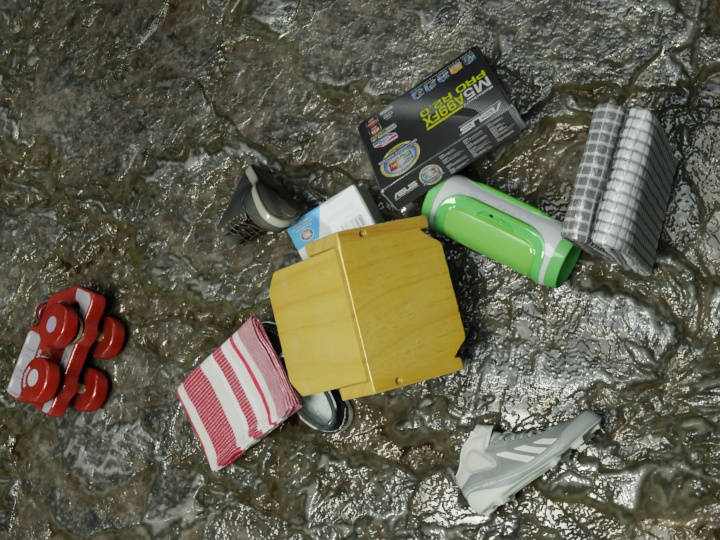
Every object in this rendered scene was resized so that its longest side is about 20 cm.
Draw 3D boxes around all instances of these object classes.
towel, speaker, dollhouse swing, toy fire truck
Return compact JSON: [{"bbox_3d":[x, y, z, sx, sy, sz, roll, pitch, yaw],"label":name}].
[{"bbox_3d":[0.306,-0.093,1.157,0.085,0.200,0.166,14,87,27],"label":"towel"},{"bbox_3d":[0.180,-0.054,1.260,0.200,0.088,0.089,28,93,23],"label":"speaker"},{"bbox_3d":[-0.176,0.175,1.363,0.200,0.023,0.144,-41,68,32],"label":"towel"},{"bbox_3d":[0.004,0.057,1.268,0.181,0.176,0.201,-12,84,-24],"label":"dollhouse swing"},{"bbox_3d":[-0.458,0.117,1.480,0.168,0.112,0.201,16,87,41],"label":"toy fire truck"}]

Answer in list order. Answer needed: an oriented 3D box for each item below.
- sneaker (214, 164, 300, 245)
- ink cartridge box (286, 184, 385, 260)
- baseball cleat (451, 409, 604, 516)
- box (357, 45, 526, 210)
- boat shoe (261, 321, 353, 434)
[{"bbox_3d":[-0.145,-0.067,1.358,0.075,0.200,0.106,28,103,-19],"label":"sneaker"},{"bbox_3d":[0.000,0.000,1.326,0.115,0.068,0.200,-31,78,15],"label":"ink cartridge box"},{"bbox_3d":[0.199,0.217,1.219,0.200,0.070,0.107,-40,70,10],"label":"baseball cleat"},{"bbox_3d":[0.102,-0.191,1.294,0.200,0.044,0.160,-32,40,14],"label":"box"},{"bbox_3d":[-0.089,0.142,1.348,0.200,0.060,0.076,41,97,22],"label":"boat shoe"}]
